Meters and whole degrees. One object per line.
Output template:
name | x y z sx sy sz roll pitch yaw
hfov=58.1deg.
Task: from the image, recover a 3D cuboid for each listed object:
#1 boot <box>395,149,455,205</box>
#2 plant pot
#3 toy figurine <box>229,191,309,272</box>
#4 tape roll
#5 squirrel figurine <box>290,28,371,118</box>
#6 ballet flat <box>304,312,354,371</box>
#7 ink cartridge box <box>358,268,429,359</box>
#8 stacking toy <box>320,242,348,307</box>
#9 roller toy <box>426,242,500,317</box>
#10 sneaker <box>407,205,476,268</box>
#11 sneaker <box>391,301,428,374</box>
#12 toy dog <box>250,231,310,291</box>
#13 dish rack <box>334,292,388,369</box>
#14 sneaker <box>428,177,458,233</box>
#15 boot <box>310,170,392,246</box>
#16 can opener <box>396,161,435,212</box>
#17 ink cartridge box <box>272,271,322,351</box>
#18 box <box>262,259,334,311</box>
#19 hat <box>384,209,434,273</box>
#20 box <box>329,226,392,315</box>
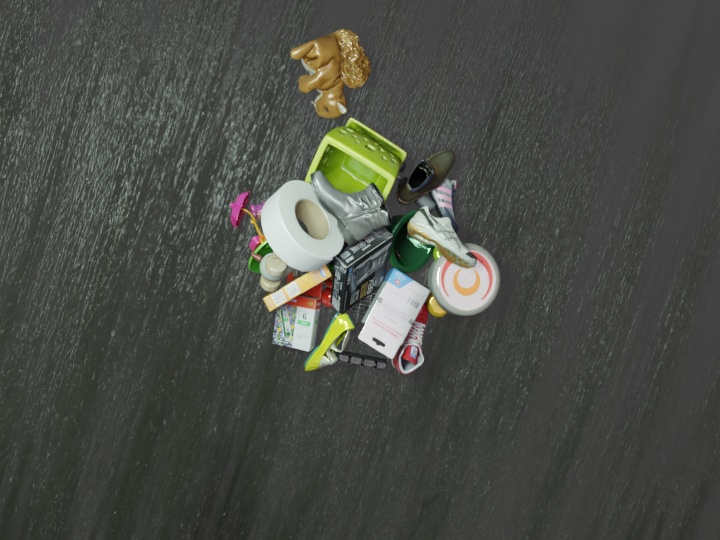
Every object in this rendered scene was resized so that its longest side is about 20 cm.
boot | 0.176 -0.244 1.628 0.199 0.097 0.075 -43 88 -12
plant pot | -0.008 -0.241 1.595 0.196 0.183 0.202 31 130 1
toy figurine | -0.242 -0.121 1.637 0.197 0.151 0.186 -20 65 -41
tape roll | -0.131 -0.102 1.499 0.070 0.203 0.204 -32 102 36
squirrel figurine | -0.061 -0.486 1.617 0.196 0.142 0.190 -23 105 -2
ballet flat | -0.079 0.202 1.693 0.067 0.066 0.202 40 110 20
ink cartridge box | 0.080 0.111 1.680 0.114 0.067 0.203 31 84 -8
stacking toy | -0.061 -0.002 1.702 0.083 0.085 0.205 16 101 -8
roller toy | 0.269 0.028 1.709 0.177 0.140 0.206 7 87 -1
sneaker | 0.216 -0.088 1.615 0.198 0.076 0.088 35 74 4
sneaker | 0.142 0.179 1.722 0.070 0.112 0.205 18 94 -9
toy dog | -0.185 -0.039 1.545 0.096 0.200 0.133 41 119 8
dish rack | 0.021 0.161 1.737 0.149 0.055 0.206 11 93 -10
sneaker | 0.230 -0.196 1.715 0.081 0.070 0.204 -25 100 -2
boot | -0.018 -0.170 1.500 0.130 0.070 0.202 -30 104 23
can opener | 0.123 -0.232 1.691 0.067 0.053 0.200 -45 89 4
ink cartridge box | -0.162 0.098 1.689 0.106 0.050 0.206 10 95 14
box | -0.144 0.033 1.609 0.197 0.119 0.042 -28 94 -2
hat | 0.085 -0.112 1.734 0.166 0.175 0.201 -44 132 -12
box | 0.000 0.000 1.626 0.156 0.202 0.050 -34 63 -29
